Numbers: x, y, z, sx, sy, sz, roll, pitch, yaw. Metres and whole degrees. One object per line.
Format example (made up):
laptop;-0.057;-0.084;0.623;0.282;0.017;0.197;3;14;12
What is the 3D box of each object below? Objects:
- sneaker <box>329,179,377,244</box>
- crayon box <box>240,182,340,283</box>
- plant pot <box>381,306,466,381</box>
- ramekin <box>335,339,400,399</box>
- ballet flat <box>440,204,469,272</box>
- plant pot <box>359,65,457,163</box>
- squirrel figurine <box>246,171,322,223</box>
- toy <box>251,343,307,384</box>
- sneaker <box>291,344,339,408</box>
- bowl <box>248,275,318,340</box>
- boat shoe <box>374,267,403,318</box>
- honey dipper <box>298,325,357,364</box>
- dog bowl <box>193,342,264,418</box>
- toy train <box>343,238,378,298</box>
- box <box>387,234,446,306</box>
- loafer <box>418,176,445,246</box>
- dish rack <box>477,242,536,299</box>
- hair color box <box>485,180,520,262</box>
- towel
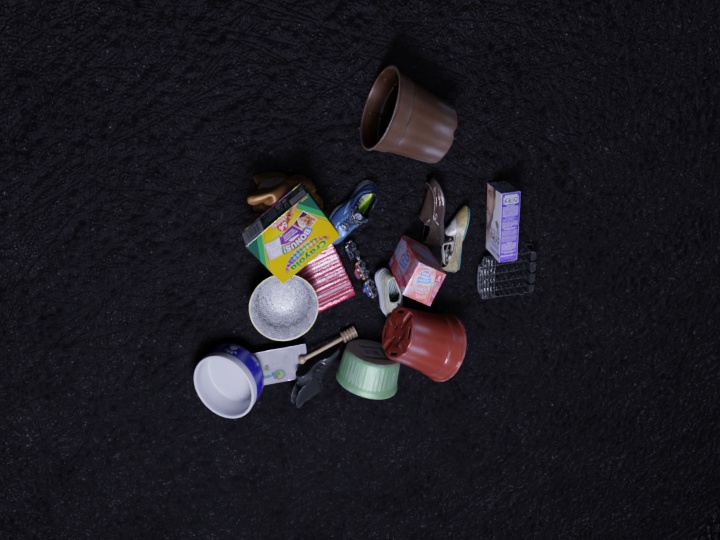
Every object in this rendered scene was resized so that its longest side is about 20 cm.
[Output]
sneaker;-0.023;-0.153;1.440;0.077;0.090;0.202;34;104;-22
crayon box;-0.172;-0.089;1.330;0.198;0.059;0.173;-38;136;2
plant pot;0.177;0.204;1.560;0.190;0.202;0.205;19;110;-32
ramekin;0.028;0.290;1.594;0.192;0.200;0.102;10;106;-16
ballet flat;0.271;-0.090;1.545;0.068;0.071;0.208;1;116;-12
plant pot;0.126;-0.371;1.324;0.192;0.201;0.206;14;111;-25
squirrel figurine;-0.189;-0.148;1.384;0.192;0.143;0.193;-10;123;-4
toy;-0.259;0.281;1.608;0.192;0.047;0.119;-10;118;-14
sneaker;-0.135;0.320;1.619;0.197;0.059;0.107;-34;128;-28
bowl;-0.218;0.084;1.502;0.192;0.095;0.209;-5;116;-10
boat shoe;0.092;0.084;1.567;0.071;0.062;0.204;-34;130;-13
honey dipper;-0.100;0.229;1.605;0.195;0.038;0.039;-28;118;-10
dog bowl;-0.381;0.319;1.539;0.192;0.079;0.208;6;113;15
toy train;0.000;0.000;1.544;0.045;0.034;0.204;-25;117;3
box;0.154;-0.005;1.482;0.092;0.201;0.105;21;108;-18
loafer;0.199;-0.158;1.493;0.068;0.073;0.207;-11;116;-7
dish rack;0.450;0.008;1.635;0.191;0.055;0.159;-8;114;-6
hair color box;0.408;-0.142;1.525;0.062;0.110;0.208;-6;115;-7
towel;-0.111;0.018;1.536;0.140;0.023;0.205;-24;115;2
